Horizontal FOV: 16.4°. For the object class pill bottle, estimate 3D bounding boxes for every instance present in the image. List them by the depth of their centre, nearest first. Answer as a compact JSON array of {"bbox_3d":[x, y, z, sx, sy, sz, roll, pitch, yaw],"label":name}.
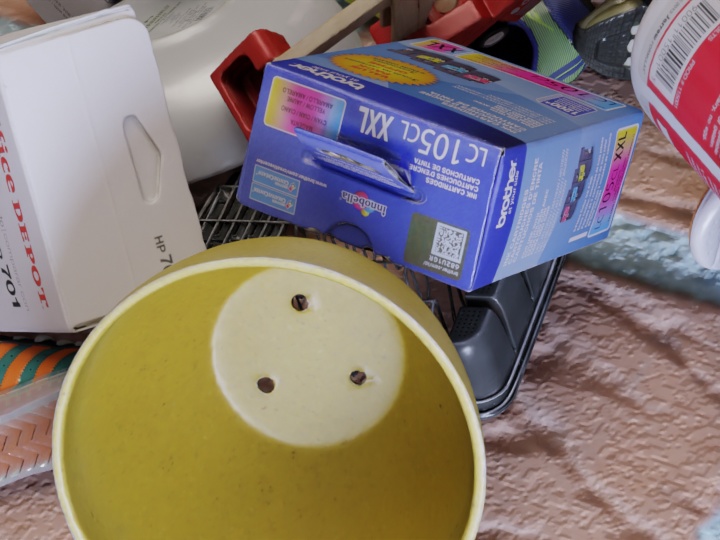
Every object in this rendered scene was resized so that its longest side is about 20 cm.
[{"bbox_3d":[0.220,-0.063,1.191,0.112,0.113,0.200,-23,44,-10],"label":"pill bottle"}]

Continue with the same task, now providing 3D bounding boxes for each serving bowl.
[{"bbox_3d":[-0.101,-0.123,1.441,0.198,0.066,0.201,-15,29,8],"label":"serving bowl"}]

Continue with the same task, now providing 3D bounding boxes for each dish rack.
[{"bbox_3d":[0.000,0.000,1.328,0.198,0.055,0.154,4,43,21],"label":"dish rack"}]

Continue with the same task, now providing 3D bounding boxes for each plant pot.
[{"bbox_3d":[-0.033,0.065,1.188,0.198,0.202,0.142,-5,19,10],"label":"plant pot"}]

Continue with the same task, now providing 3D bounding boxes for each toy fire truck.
[{"bbox_3d":[0.029,-0.142,1.339,0.200,0.141,0.049,-39,75,25],"label":"toy fire truck"}]

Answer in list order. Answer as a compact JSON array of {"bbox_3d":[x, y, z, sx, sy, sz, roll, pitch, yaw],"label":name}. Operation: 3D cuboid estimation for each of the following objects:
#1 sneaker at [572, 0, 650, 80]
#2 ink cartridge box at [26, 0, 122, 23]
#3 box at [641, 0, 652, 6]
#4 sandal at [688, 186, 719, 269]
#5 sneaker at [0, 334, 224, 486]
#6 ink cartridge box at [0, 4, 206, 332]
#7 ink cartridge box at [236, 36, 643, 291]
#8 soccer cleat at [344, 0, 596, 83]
[{"bbox_3d":[0.187,-0.179,1.442,0.199,0.077,0.089,-30,61,-28],"label":"sneaker"},{"bbox_3d":[-0.124,-0.238,1.503,0.084,0.200,0.145,46,60,-2],"label":"ink cartridge box"},{"bbox_3d":[0.167,-0.241,1.343,0.086,0.165,0.200,-25,49,-21],"label":"box"},{"bbox_3d":[0.226,-0.086,1.339,0.059,0.080,0.207,29,59,34],"label":"sandal"},{"bbox_3d":[-0.169,0.061,1.292,0.198,0.072,0.080,-15,46,1],"label":"sneaker"},{"bbox_3d":[-0.170,-0.048,1.287,0.085,0.148,0.200,-18,8,-27],"label":"ink cartridge box"},{"bbox_3d":[0.034,-0.054,1.214,0.136,0.077,0.200,21,20,24],"label":"ink cartridge box"},{"bbox_3d":[0.048,-0.154,1.471,0.199,0.065,0.084,21,57,33],"label":"soccer cleat"}]
